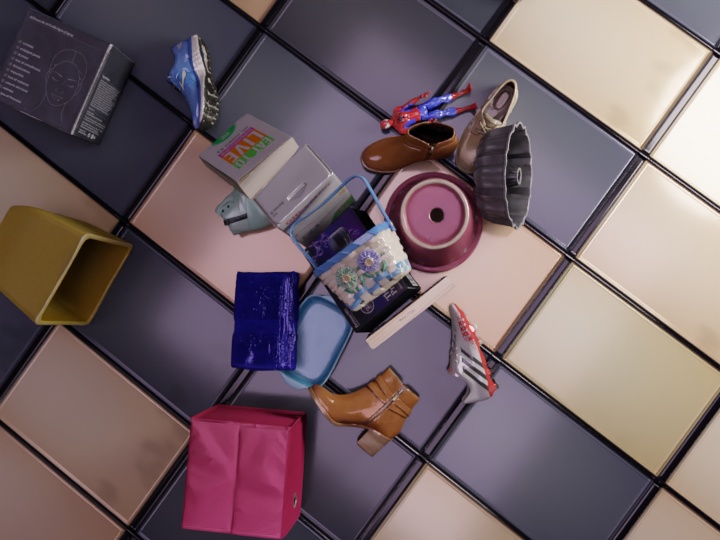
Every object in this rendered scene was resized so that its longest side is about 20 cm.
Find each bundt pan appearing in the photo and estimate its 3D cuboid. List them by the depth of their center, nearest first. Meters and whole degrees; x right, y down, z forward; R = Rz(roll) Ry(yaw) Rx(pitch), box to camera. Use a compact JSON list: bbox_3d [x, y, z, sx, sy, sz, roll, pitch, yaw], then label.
[{"bbox_3d":[0.269,-0.180,1.373,0.075,0.201,0.205,3,88,28],"label":"bundt pan"}]

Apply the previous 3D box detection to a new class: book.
[{"bbox_3d":[-0.213,-0.223,1.357,0.134,0.200,0.048,-45,130,-9],"label":"book"}]

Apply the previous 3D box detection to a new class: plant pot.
[{"bbox_3d":[0.140,-0.099,1.379,0.197,0.179,0.203,0,87,5],"label":"plant pot"},{"bbox_3d":[-0.621,-0.027,1.437,0.199,0.194,0.197,31,91,10],"label":"plant pot"}]

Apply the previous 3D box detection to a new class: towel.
[{"bbox_3d":[-0.195,0.099,1.440,0.146,0.049,0.203,-1,80,19],"label":"towel"}]

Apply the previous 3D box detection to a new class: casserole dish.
[{"bbox_3d":[-0.093,0.145,1.459,0.120,0.039,0.202,28,90,5],"label":"casserole dish"}]

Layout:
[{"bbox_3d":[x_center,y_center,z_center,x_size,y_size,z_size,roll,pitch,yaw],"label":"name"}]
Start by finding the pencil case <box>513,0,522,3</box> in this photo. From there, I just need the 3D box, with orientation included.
[{"bbox_3d":[0.382,-0.619,1.428,0.198,0.078,0.090,-26,106,4],"label":"pencil case"}]

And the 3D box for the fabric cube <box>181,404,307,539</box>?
[{"bbox_3d":[-0.215,0.378,1.382,0.197,0.196,0.202,4,86,6],"label":"fabric cube"}]

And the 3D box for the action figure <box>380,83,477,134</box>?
[{"bbox_3d":[0.134,-0.324,1.455,0.198,0.052,0.066,-18,90,6],"label":"action figure"}]

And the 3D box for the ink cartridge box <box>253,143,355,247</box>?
[{"bbox_3d":[-0.106,-0.139,1.385,0.145,0.200,0.088,-43,77,3],"label":"ink cartridge box"}]

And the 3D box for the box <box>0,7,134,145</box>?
[{"bbox_3d":[-0.611,-0.395,1.477,0.198,0.124,0.199,25,91,5],"label":"box"}]

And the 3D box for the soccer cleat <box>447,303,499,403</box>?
[{"bbox_3d":[0.204,0.166,1.421,0.084,0.069,0.202,-22,91,-1],"label":"soccer cleat"}]

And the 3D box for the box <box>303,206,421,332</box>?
[{"bbox_3d":[0.000,0.000,1.402,0.141,0.079,0.201,-42,71,19],"label":"box"}]

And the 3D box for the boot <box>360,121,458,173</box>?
[{"bbox_3d":[0.093,-0.241,1.399,0.197,0.155,0.078,-1,88,5],"label":"boot"}]

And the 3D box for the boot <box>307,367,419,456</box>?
[{"bbox_3d":[0.007,0.252,1.430,0.200,0.074,0.155,41,90,-10],"label":"boot"}]

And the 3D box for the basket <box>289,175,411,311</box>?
[{"bbox_3d":[-0.012,-0.046,1.291,0.176,0.139,0.201,-38,82,17],"label":"basket"}]

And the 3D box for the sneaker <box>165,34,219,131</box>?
[{"bbox_3d":[-0.350,-0.381,1.487,0.088,0.079,0.203,-13,79,11],"label":"sneaker"}]

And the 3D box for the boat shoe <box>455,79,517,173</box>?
[{"bbox_3d":[0.253,-0.290,1.433,0.072,0.065,0.201,31,91,5],"label":"boat shoe"}]

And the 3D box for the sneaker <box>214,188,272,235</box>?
[{"bbox_3d":[-0.257,-0.173,1.465,0.117,0.074,0.203,-21,87,3],"label":"sneaker"}]

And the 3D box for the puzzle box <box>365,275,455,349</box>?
[{"bbox_3d":[0.096,0.080,1.399,0.199,0.133,0.026,-38,87,1],"label":"puzzle box"}]
